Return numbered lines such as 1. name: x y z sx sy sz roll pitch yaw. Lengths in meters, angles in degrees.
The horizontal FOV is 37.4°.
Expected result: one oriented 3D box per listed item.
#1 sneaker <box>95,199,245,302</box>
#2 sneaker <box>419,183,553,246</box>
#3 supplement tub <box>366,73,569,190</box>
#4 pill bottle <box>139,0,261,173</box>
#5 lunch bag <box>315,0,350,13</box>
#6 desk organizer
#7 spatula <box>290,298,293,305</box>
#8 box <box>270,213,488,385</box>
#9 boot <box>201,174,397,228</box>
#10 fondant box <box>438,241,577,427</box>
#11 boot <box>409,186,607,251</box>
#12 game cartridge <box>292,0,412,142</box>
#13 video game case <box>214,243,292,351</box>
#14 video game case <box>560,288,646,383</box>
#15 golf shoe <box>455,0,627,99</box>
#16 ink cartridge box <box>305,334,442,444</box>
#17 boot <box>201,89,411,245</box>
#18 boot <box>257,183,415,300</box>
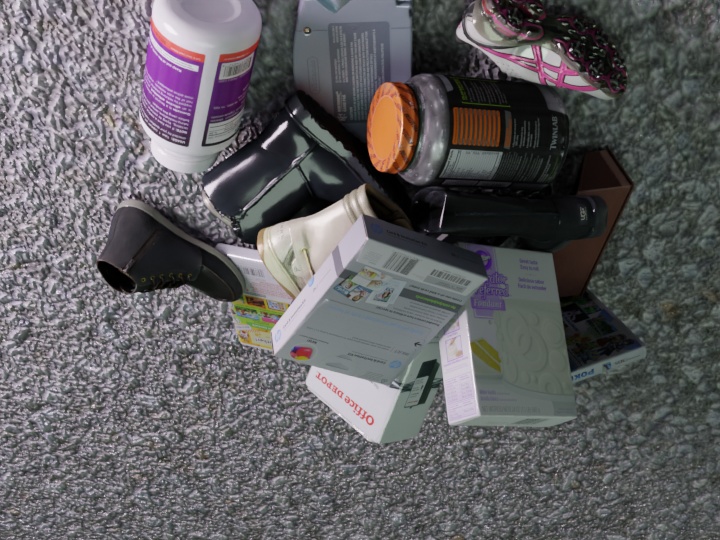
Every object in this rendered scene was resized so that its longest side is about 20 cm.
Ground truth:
1. sneaker: -0.244 0.008 1.357 0.200 0.106 0.075 35 141 -23
2. sneaker: 0.160 -0.035 1.325 0.200 0.112 0.073 -32 129 29
3. supplement tub: 0.116 -0.151 1.166 0.200 0.123 0.123 1 139 -22
4. pill bottle: -0.176 -0.203 1.144 0.112 0.112 0.200 10 136 -11
5. lunch bag: -0.039 -0.364 0.967 0.200 0.127 0.170 25 134 -38
6. desk organizer: 0.259 -0.053 1.322 0.077 0.072 0.200 -7 139 -19
7. spatula: -0.015 -0.020 1.318 0.200 0.021 0.057 -34 166 -27
8. box: 0.018 0.038 1.157 0.156 0.041 0.200 17 129 -27
9. boot: -0.072 -0.100 1.288 0.204 0.074 0.154 22 129 -25
10. fondant box: 0.162 0.075 1.212 0.144 0.200 0.058 6 158 -32
11. boot: 0.148 -0.056 1.193 0.200 0.066 0.165 -3 173 -20
12. game cartridge: -0.008 -0.227 1.177 0.133 0.040 0.200 -4 137 -2
13. video game case: -0.089 0.051 1.422 0.200 0.023 0.182 10 137 21
14. video game case: 0.232 0.080 1.353 0.182 0.200 0.022 -18 122 -10
15. golf shoe: 0.198 -0.238 1.149 0.200 0.073 0.092 26 152 -20
16. ink cartridge box: 0.033 0.091 1.312 0.083 0.147 0.200 2 117 -48
17. boot: -0.061 -0.085 1.212 0.200 0.076 0.168 41 113 -18
18. boot: 0.000 0.000 1.193 0.155 0.072 0.200 -25 127 22
